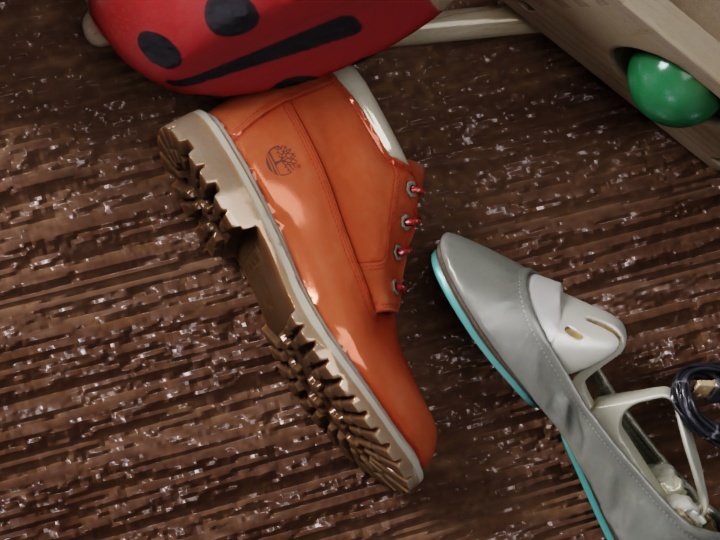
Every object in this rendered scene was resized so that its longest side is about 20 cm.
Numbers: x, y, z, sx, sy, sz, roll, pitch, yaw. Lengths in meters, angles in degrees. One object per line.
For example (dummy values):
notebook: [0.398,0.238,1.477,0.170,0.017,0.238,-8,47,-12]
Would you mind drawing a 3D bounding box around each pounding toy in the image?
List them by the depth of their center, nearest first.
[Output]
pounding toy: [0.150,-0.142,1.097,0.184,0.142,0.200,36,79,-23]

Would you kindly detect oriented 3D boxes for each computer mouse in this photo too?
computer mouse: [0.233,0.059,1.107,0.200,0.034,0.059,-2,81,-32]

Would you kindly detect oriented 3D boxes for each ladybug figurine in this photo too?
ladybug figurine: [-0.031,-0.131,1.023,0.200,0.136,0.072,-20,63,18]

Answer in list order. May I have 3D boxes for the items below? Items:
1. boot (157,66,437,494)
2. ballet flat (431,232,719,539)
boot: [0.000,0.000,1.065,0.107,0.075,0.200,-28,90,-20]
ballet flat: [0.110,0.056,1.084,0.064,0.067,0.200,-30,97,19]
